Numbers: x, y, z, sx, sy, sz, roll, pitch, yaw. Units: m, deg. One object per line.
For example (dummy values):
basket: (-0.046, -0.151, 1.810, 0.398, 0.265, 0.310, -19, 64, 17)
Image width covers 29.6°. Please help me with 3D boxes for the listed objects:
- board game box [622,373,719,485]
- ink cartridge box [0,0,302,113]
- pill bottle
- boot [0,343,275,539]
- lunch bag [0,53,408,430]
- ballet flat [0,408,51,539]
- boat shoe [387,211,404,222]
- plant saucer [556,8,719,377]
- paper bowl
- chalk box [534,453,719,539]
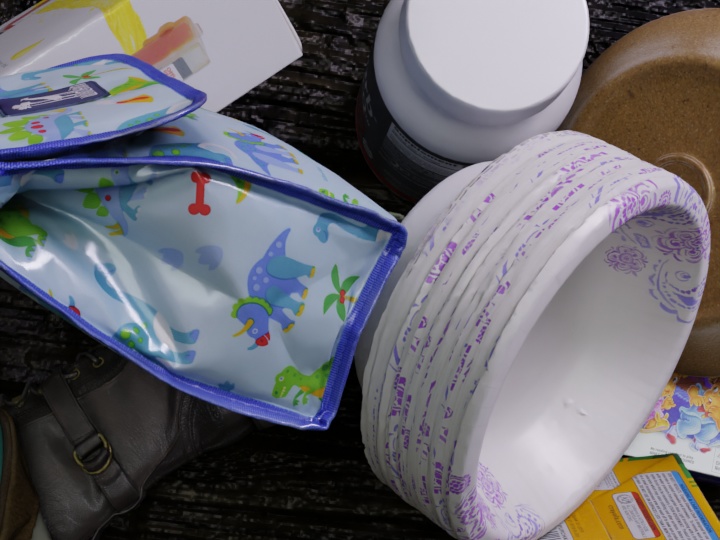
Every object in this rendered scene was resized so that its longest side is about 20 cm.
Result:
board game box: (0.170, 0.047, 0.811, 0.198, 0.045, 0.136, 12, 79, 10)
ink cartridge box: (-0.153, -0.108, 0.762, 0.199, 0.145, 0.084, -36, 115, -16)
pill bottle: (0.060, -0.109, 0.769, 0.115, 0.200, 0.117, 1, 81, -5)
boot: (-0.151, 0.052, 0.797, 0.173, 0.069, 0.201, -28, 78, -1)
lunch bag: (-0.106, -0.028, 0.623, 0.199, 0.170, 0.129, 18, 98, -27)
ballet flat: (-0.197, 0.173, 0.727, 0.067, 0.072, 0.201, -27, 46, 28)
boat shoe: (0.000, 0.000, 0.775, 0.198, 0.064, 0.071, 8, 97, -5)
plant saucer: (0.177, -0.041, 0.737, 0.199, 0.035, 0.203, 2, 94, 36)
paper bowl: (0.075, 0.028, 0.670, 0.104, 0.201, 0.201, 30, 78, 32)
chalk box: (0.130, 0.221, 0.746, 0.123, 0.125, 0.202, -5, 114, -5)
